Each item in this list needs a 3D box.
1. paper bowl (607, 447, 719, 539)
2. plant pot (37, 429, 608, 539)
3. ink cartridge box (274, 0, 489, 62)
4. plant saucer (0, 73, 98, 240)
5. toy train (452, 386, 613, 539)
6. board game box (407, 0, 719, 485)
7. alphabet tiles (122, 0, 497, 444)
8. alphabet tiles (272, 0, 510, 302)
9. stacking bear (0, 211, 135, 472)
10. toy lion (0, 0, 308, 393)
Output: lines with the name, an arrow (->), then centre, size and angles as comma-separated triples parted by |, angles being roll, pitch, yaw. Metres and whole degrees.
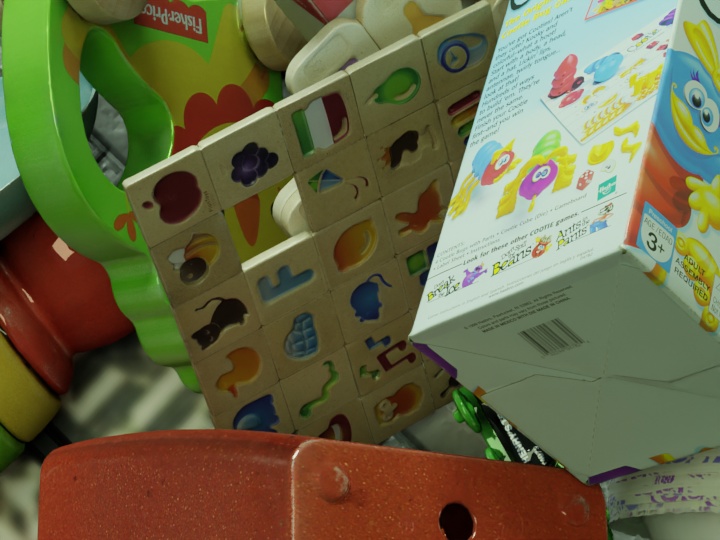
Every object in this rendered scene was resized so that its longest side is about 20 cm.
paper bowl -> 0.198, 0.097, 0.758 | 0.199, 0.201, 0.105 | 3, 78, 8
plant pot -> -0.006, 0.155, 0.733 | 0.199, 0.176, 0.201 | 9, 68, -26
ink cartridge box -> 0.038, -0.143, 0.828 | 0.145, 0.200, 0.083 | -47, 50, -4
plant saucer -> -0.203, -0.031, 0.866 | 0.199, 0.200, 0.028 | -29, 114, 1
toy train -> 0.100, 0.127, 0.839 | 0.042, 0.056, 0.201 | -30, 76, 7
board game box -> 0.109, -0.039, 0.709 | 0.103, 0.105, 0.201 | 39, 50, -26
alphabet tiles -> 0.000, 0.000, 0.811 | 0.167, 0.201, 0.008 | -28, 44, -13
alphabet tiles -> 0.054, -0.069, 0.823 | 0.200, 0.196, 0.015 | -45, 50, -3
stacking bear -> -0.181, 0.035, 0.870 | 0.200, 0.121, 0.114 | -36, 109, -4
toy lion -> -0.077, -0.044, 0.828 | 0.068, 0.200, 0.193 | -8, 81, 33
